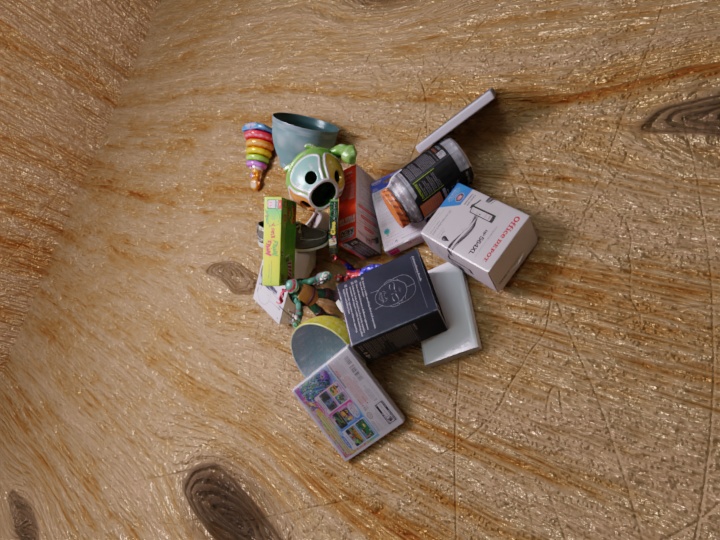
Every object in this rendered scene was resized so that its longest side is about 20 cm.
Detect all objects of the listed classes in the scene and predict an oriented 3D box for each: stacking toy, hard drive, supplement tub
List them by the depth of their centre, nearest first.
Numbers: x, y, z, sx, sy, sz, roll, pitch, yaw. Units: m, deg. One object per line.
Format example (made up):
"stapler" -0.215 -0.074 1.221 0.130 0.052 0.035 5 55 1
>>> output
"hard drive" 0.181 0.090 1.154 0.129 0.026 0.207 -25 57 30
"supplement tub" 0.148 -0.195 1.206 0.197 0.123 0.124 -35 51 0
"stacking toy" -0.332 -0.362 1.727 0.113 0.108 0.209 5 85 37

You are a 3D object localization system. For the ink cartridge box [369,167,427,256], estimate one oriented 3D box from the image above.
"ink cartridge box" 0.095 -0.148 1.305 0.116 0.042 0.206 -23 61 18

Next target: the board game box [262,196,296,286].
"board game box" -0.195 -0.069 1.296 0.046 0.101 0.209 2 92 13

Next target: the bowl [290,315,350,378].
"bowl" -0.056 0.180 1.240 0.195 0.206 0.107 -4 25 37

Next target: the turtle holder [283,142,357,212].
"turtle holder" -0.089 -0.221 1.296 0.179 0.145 0.133 -19 39 -10

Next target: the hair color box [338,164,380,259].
"hair color box" -0.002 -0.146 1.346 0.062 0.110 0.207 -17 61 32

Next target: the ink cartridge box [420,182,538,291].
"ink cartridge box" 0.246 -0.074 1.115 0.147 0.084 0.198 -51 47 -6

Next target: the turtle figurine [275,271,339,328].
"turtle figurine" -0.121 0.063 1.295 0.100 0.198 0.153 35 94 41

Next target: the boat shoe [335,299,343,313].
"boat shoe" 0.011 0.110 1.252 0.062 0.074 0.200 -49 38 3

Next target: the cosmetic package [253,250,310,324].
"cosmetic package" -0.217 0.019 1.453 0.149 0.051 0.207 32 112 41

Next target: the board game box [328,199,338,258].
"board game box" -0.065 -0.096 1.303 0.022 0.200 0.109 -1 83 -2

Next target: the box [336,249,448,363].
"box" 0.066 0.078 1.131 0.194 0.107 0.152 -23 57 10

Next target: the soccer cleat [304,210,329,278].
"soccer cleat" -0.143 -0.070 1.451 0.068 0.077 0.206 21 85 41

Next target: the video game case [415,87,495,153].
"video game case" 0.223 -0.347 1.226 0.197 0.022 0.183 -34 9 24

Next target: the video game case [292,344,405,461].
"video game case" -0.028 0.290 1.158 0.181 0.024 0.202 -38 91 23

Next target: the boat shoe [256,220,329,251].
"boat shoe" -0.176 -0.094 1.378 0.193 0.062 0.073 2 36 10

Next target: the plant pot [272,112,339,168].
"plant pot" -0.168 -0.359 1.536 0.199 0.195 0.139 37 122 41

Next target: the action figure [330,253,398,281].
"action figure" 0.000 0.000 1.296 0.195 0.098 0.068 -11 63 38
